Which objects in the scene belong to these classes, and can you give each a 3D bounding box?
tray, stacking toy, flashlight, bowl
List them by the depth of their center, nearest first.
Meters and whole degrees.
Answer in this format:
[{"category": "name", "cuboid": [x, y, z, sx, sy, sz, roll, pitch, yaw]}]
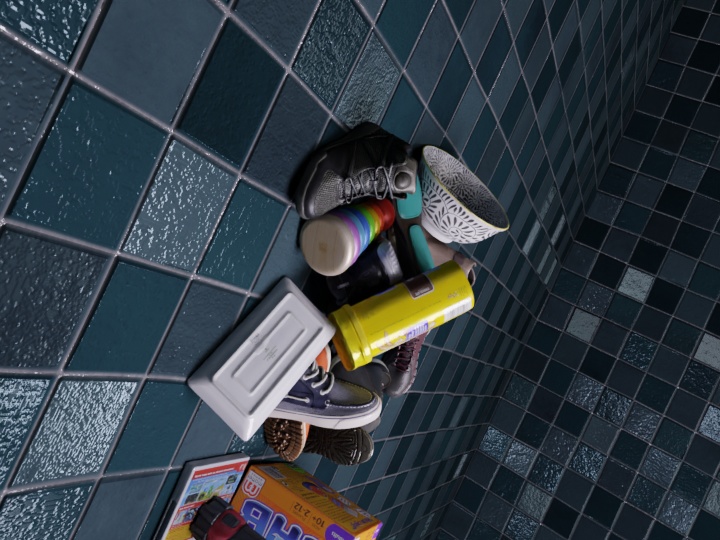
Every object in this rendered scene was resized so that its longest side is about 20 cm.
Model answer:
[{"category": "tray", "cuboid": [-0.120, 0.108, 0.853, 0.201, 0.107, 0.022, -49, -173, -31]}, {"category": "flashlight", "cuboid": [-0.145, 0.397, 0.908, 0.069, 0.198, 0.068, -57, 156, -9]}, {"category": "stacking toy", "cuboid": [-0.005, -0.061, 0.958, 0.199, 0.084, 0.087, -33, 141, -57]}, {"category": "bowl", "cuboid": [0.155, -0.112, 1.140, 0.094, 0.202, 0.200, -47, 164, 25]}]

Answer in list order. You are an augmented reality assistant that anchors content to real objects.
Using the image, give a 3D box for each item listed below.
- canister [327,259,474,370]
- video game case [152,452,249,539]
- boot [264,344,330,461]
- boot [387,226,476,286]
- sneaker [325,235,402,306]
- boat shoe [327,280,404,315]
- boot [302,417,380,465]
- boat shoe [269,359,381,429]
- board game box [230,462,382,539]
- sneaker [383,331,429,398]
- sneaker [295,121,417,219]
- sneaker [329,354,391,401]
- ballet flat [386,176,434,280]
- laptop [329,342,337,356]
[{"category": "canister", "cuboid": [0.057, 0.065, 0.971, 0.197, 0.088, 0.149, -24, 173, -12]}, {"category": "video game case", "cuboid": [-0.242, 0.363, 0.942, 0.203, 0.017, 0.143, -65, 156, 1]}, {"category": "boot", "cuboid": [-0.092, 0.204, 1.036, 0.107, 0.074, 0.204, -33, 140, -56]}, {"category": "boot", "cuboid": [0.137, -0.033, 1.182, 0.071, 0.145, 0.200, -60, 155, -3]}, {"category": "sneaker", "cuboid": [0.000, 0.000, 1.026, 0.112, 0.077, 0.200, -23, -177, -1]}, {"category": "boat shoe", "cuboid": [0.041, 0.066, 1.089, 0.195, 0.076, 0.069, -10, 138, -8]}, {"category": "boot", "cuboid": [-0.016, 0.286, 1.158, 0.199, 0.178, 0.074, 17, 81, -59]}, {"category": "boat shoe", "cuboid": [-0.066, 0.156, 0.908, 0.075, 0.195, 0.095, -86, 179, -61]}, {"category": "board game box", "cuboid": [-0.110, 0.453, 1.054, 0.203, 0.197, 0.200, -62, 161, -7]}, {"category": "sneaker", "cuboid": [0.088, 0.154, 1.340, 0.116, 0.074, 0.204, 65, 45, -69]}, {"category": "sneaker", "cuboid": [0.003, -0.124, 0.869, 0.199, 0.113, 0.077, -41, 145, -38]}, {"category": "sneaker", "cuboid": [0.015, 0.220, 1.193, 0.075, 0.107, 0.199, -42, 150, 12]}, {"category": "ballet flat", "cuboid": [0.069, -0.077, 1.075, 0.073, 0.072, 0.205, -7, 85, -61]}, {"category": "laptop", "cuboid": [0.053, 0.110, 1.199, 0.202, 0.102, 0.178, -57, 154, -17]}]
